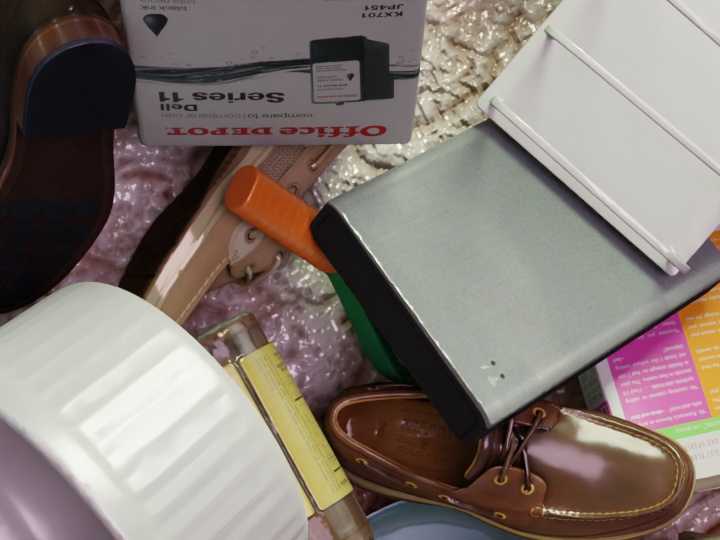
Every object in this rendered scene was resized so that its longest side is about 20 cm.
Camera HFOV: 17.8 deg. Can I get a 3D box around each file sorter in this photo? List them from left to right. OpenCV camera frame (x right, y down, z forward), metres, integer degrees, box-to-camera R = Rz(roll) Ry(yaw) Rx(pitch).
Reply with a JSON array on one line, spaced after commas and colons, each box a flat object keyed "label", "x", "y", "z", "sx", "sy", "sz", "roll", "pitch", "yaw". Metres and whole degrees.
[{"label": "file sorter", "x": 0.172, "y": -0.113, "z": 1.142, "sx": 0.139, "sy": 0.125, "sz": 0.200, "roll": 41, "pitch": 97, "yaw": 0}]

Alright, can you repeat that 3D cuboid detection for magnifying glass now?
[{"label": "magnifying glass", "x": 0.000, "y": 0.000, "z": 1.207, "sx": 0.200, "sy": 0.022, "sz": 0.080, "roll": 35, "pitch": 75, "yaw": -45}]

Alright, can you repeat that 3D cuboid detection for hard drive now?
[{"label": "hard drive", "x": 0.087, "y": -0.011, "z": 1.201, "sx": 0.200, "sy": 0.033, "sz": 0.140, "roll": -29, "pitch": 77, "yaw": -38}]

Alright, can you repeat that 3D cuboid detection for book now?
[{"label": "book", "x": 0.176, "y": 0.021, "z": 1.275, "sx": 0.133, "sy": 0.048, "sz": 0.201, "roll": -8, "pitch": 72, "yaw": -21}]

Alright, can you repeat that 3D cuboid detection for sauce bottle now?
[{"label": "sauce bottle", "x": -0.035, "y": 0.122, "z": 1.190, "sx": 0.064, "sy": 0.065, "sz": 0.201, "roll": -27, "pitch": 88, "yaw": -20}]

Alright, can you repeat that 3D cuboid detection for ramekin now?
[{"label": "ramekin", "x": -0.117, "y": 0.102, "z": 1.107, "sx": 0.098, "sy": 0.200, "sz": 0.201, "roll": -40, "pitch": 104, "yaw": -25}]

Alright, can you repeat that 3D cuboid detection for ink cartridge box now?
[{"label": "ink cartridge box", "x": -0.041, "y": -0.137, "z": 1.092, "sx": 0.146, "sy": 0.200, "sz": 0.084, "roll": -1, "pitch": 67, "yaw": -1}]

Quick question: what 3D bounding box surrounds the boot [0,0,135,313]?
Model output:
[{"label": "boot", "x": -0.165, "y": -0.071, "z": 1.128, "sx": 0.074, "sy": 0.200, "sz": 0.097, "roll": -1, "pitch": 49, "yaw": -30}]

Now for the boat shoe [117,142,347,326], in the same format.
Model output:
[{"label": "boat shoe", "x": -0.062, "y": -0.025, "z": 1.194, "sx": 0.064, "sy": 0.071, "sz": 0.201, "roll": 38, "pitch": 75, "yaw": -17}]

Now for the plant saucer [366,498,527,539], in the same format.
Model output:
[{"label": "plant saucer", "x": 0.041, "y": 0.222, "z": 1.259, "sx": 0.199, "sy": 0.027, "sz": 0.202, "roll": 0, "pitch": 89, "yaw": -22}]

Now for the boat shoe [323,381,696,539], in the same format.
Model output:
[{"label": "boat shoe", "x": 0.074, "y": 0.099, "z": 1.200, "sx": 0.199, "sy": 0.068, "sz": 0.072, "roll": 9, "pitch": 78, "yaw": 13}]

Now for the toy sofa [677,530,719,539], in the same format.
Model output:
[{"label": "toy sofa", "x": 0.126, "y": 0.201, "z": 1.229, "sx": 0.199, "sy": 0.097, "sz": 0.083, "roll": -10, "pitch": 93, "yaw": -23}]
